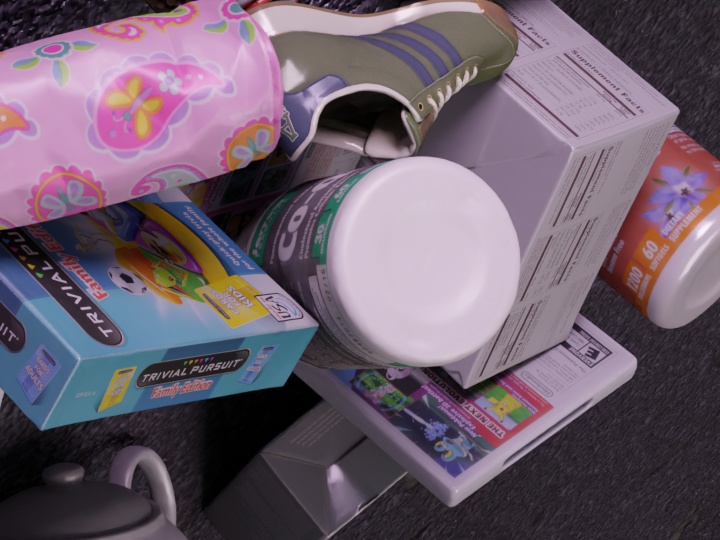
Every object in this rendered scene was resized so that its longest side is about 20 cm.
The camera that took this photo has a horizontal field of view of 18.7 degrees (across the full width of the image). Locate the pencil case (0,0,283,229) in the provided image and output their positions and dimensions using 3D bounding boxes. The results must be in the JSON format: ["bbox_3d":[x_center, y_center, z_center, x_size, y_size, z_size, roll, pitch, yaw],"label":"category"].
[{"bbox_3d":[-0.135,-0.073,1.041,0.199,0.088,0.088,-17,146,-19],"label":"pencil case"}]

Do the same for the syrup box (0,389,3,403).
[{"bbox_3d":[-0.254,0.102,1.166,0.078,0.081,0.201,-23,145,-42],"label":"syrup box"}]

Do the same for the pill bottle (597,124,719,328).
[{"bbox_3d":[0.171,-0.062,1.493,0.112,0.200,0.112,-38,154,-22],"label":"pill bottle"}]

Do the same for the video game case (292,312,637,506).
[{"bbox_3d":[0.053,0.050,1.462,0.182,0.200,0.023,-31,147,-33],"label":"video game case"}]

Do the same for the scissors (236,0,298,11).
[{"bbox_3d":[-0.105,-0.108,1.182,0.200,0.014,0.073,-43,158,-15],"label":"scissors"}]

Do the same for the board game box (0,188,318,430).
[{"bbox_3d":[-0.136,0.005,1.133,0.199,0.151,0.047,-6,134,-57],"label":"board game box"}]

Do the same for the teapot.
[{"bbox_3d":[-0.177,0.191,1.358,0.196,0.200,0.147,-6,98,-24],"label":"teapot"}]

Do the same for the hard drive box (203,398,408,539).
[{"bbox_3d":[-0.014,0.133,1.552,0.156,0.077,0.200,-38,176,-22],"label":"hard drive box"}]

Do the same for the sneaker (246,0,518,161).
[{"bbox_3d":[0.018,-0.098,1.227,0.199,0.090,0.067,-5,149,-37],"label":"sneaker"}]

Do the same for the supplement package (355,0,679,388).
[{"bbox_3d":[0.082,-0.059,1.400,0.110,0.156,0.201,-21,145,-42],"label":"supplement package"}]

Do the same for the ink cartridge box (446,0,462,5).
[{"bbox_3d":[0.111,-0.243,1.289,0.199,0.059,0.104,-31,153,-33],"label":"ink cartridge box"}]

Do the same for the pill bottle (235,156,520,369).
[{"bbox_3d":[0.000,0.000,1.246,0.113,0.113,0.200,-38,-169,-20],"label":"pill bottle"}]

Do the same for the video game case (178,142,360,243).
[{"bbox_3d":[-0.069,-0.045,1.331,0.181,0.024,0.201,-19,144,-48],"label":"video game case"}]

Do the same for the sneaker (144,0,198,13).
[{"bbox_3d":[-0.052,-0.216,1.068,0.201,0.070,0.076,-58,172,33],"label":"sneaker"}]
